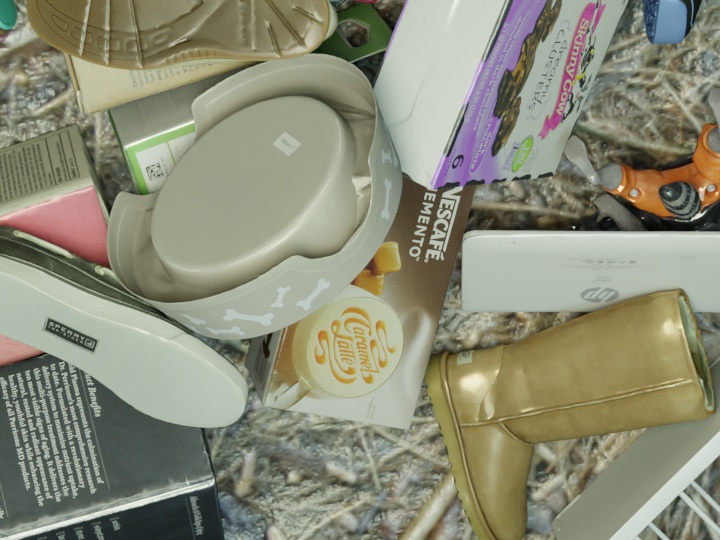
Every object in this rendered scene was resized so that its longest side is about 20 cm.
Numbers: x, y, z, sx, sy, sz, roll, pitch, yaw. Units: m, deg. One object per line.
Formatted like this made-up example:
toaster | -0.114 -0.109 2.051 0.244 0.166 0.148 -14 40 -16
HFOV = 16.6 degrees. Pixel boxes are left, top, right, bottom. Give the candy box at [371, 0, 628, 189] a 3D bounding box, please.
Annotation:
candy box | 0.094 -0.147 1.654 0.071 0.200 0.168 28 107 23

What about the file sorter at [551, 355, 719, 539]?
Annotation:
file sorter | 0.260 0.178 1.829 0.124 0.139 0.200 43 97 -9

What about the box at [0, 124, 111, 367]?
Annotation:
box | -0.262 -0.003 1.668 0.199 0.128 0.109 -19 114 -3

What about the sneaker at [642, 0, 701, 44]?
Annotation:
sneaker | 0.247 -0.252 1.712 0.077 0.070 0.201 6 108 -7

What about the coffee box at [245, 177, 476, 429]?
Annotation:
coffee box | 0.000 0.000 1.751 0.114 0.080 0.201 11 108 -16

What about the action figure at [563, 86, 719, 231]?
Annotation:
action figure | 0.208 -0.032 1.761 0.199 0.105 0.194 -29 142 5

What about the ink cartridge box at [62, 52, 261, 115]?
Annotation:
ink cartridge box | -0.136 -0.225 1.638 0.164 0.075 0.201 -16 114 -4

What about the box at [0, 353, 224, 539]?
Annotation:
box | -0.201 0.143 1.686 0.195 0.200 0.125 -13 71 -6

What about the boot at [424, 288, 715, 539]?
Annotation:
boot | 0.162 0.116 1.800 0.199 0.066 0.176 -13 114 18

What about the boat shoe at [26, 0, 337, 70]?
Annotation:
boat shoe | -0.114 -0.164 1.587 0.199 0.065 0.073 2 94 8

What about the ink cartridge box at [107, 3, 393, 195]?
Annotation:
ink cartridge box | -0.068 -0.110 1.681 0.199 0.104 0.060 -21 114 -4

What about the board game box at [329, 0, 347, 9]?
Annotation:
board game box | 0.016 -0.275 1.591 0.200 0.028 0.136 -36 109 3

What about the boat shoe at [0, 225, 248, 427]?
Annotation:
boat shoe | -0.157 0.031 1.581 0.199 0.064 0.071 28 132 -7

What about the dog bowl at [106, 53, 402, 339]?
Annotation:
dog bowl | -0.062 -0.043 1.551 0.200 0.200 0.059 -36 129 3

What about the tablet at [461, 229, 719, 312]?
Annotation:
tablet | 0.171 0.003 1.754 0.199 0.014 0.130 1 155 2

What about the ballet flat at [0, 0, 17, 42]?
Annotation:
ballet flat | -0.290 -0.234 1.613 0.071 0.069 0.201 -13 115 14

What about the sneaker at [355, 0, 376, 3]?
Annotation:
sneaker | 0.048 -0.265 1.670 0.200 0.081 0.075 -38 142 4
